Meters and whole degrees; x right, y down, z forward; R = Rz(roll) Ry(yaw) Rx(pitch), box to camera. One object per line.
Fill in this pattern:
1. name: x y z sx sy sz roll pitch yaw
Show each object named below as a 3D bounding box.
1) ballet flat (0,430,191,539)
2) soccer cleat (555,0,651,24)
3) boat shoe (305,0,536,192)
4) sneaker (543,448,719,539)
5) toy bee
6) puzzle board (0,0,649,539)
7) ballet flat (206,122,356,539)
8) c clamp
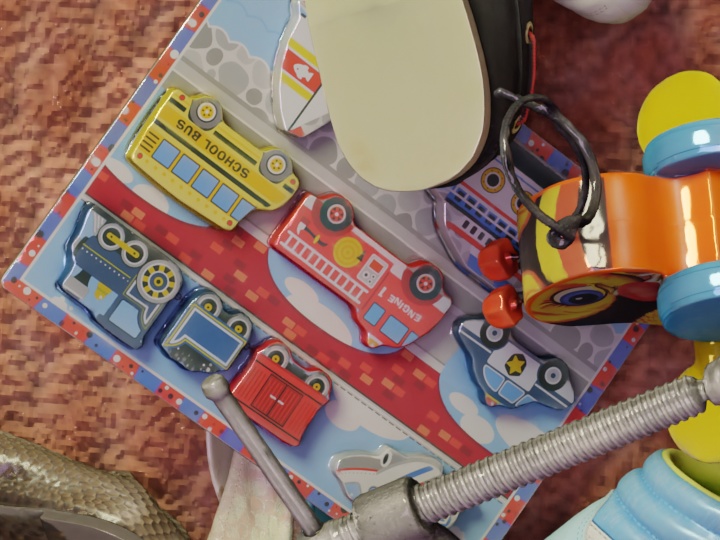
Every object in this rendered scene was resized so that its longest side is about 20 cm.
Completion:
1. ballet flat: -0.153 0.076 0.975 0.200 0.046 0.067 17 129 16
2. soccer cleat: 0.020 -0.148 0.908 0.200 0.069 0.078 46 107 13
3. boat shoe: 0.014 -0.127 0.840 0.074 0.063 0.202 -5 96 21
4. sneaker: 0.144 0.147 0.892 0.200 0.080 0.131 45 103 5
5. toy bee: 0.096 -0.013 0.865 0.200 0.131 0.109 33 145 -25
6. puzzle board: 0.000 0.000 0.887 0.200 0.017 0.151 36 86 -17
7. ballet flat: -0.027 0.023 0.931 0.062 0.067 0.200 10 95 33
8. c clamp: 0.074 0.075 0.819 0.200 0.027 0.171 -19 119 17
